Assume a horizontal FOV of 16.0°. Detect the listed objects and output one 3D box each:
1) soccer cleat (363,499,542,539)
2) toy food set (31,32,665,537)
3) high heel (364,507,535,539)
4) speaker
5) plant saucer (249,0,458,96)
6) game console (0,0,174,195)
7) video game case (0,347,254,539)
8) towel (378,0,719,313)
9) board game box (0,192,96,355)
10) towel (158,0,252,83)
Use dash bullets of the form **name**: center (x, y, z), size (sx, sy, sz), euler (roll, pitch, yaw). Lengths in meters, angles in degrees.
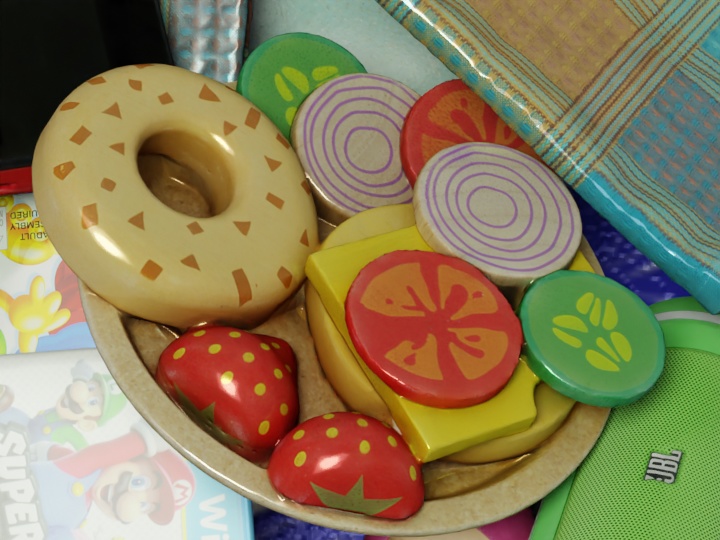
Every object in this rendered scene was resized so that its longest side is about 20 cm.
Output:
- **soccer cleat**: center (0.045, 0.050, 0.953), size (0.080, 0.068, 0.202), euler (6, 79, -11)
- **toy food set**: center (0.000, 0.000, 0.865), size (0.197, 0.049, 0.200), euler (-16, 59, -31)
- **high heel**: center (0.022, 0.131, 0.853), size (0.067, 0.096, 0.201), euler (5, 76, 11)
- **speaker**: center (0.100, 0.096, 0.866), size (0.088, 0.089, 0.200), euler (13, 38, 10)
- **plant saucer**: center (0.022, -0.159, 1.001), size (0.199, 0.039, 0.203), euler (-2, 79, 9)
- **game console**: center (-0.156, -0.122, 0.883), size (0.176, 0.031, 0.201), euler (-9, 80, -33)
- **video game case**: center (-0.135, 0.101, 0.872), size (0.198, 0.018, 0.144), euler (-4, 78, -4)
- **towel**: center (0.088, -0.086, 0.911), size (0.200, 0.147, 0.022), euler (44, 132, -1)
- **board game box**: center (-0.121, 0.080, 0.945), size (0.104, 0.103, 0.202), euler (-6, 79, 7)
- **towel**: center (-0.133, -0.134, 0.961), size (0.198, 0.022, 0.148), euler (4, 87, 13)
